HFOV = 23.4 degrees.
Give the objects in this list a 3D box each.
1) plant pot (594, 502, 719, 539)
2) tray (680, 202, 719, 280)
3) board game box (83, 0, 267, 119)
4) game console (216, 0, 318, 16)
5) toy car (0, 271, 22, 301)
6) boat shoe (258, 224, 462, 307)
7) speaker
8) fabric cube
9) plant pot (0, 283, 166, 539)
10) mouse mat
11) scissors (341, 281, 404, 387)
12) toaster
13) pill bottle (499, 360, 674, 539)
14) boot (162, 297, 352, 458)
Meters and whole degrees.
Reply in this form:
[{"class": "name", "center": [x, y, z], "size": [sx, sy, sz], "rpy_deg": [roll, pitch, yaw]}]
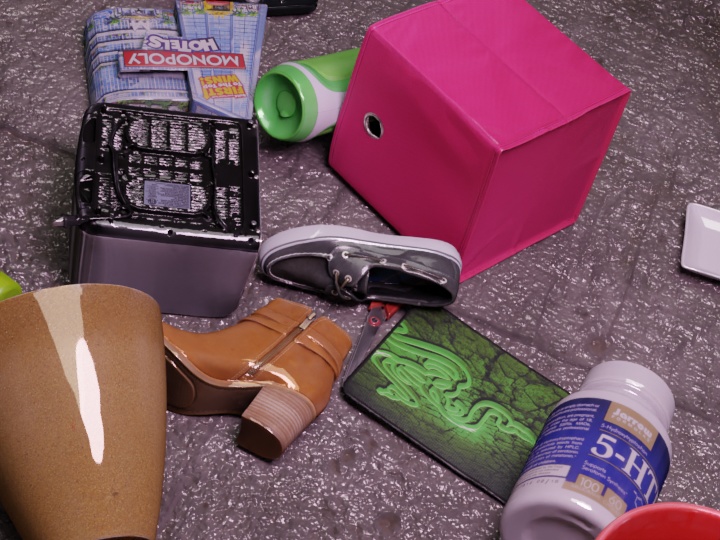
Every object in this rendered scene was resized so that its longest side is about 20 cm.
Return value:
[{"class": "plant pot", "center": [0.245, 0.315, 1.377], "size": [0.199, 0.178, 0.201], "rpy_deg": [8, 45, -8]}, {"class": "tray", "center": [0.438, -0.005, 1.854], "size": [0.199, 0.022, 0.108], "rpy_deg": [17, 45, 0]}, {"class": "board game box", "center": [-0.185, -0.201, 1.835], "size": [0.199, 0.062, 0.200], "rpy_deg": [0, 46, -16]}, {"class": "game console", "center": [-0.148, -0.395, 1.994], "size": [0.175, 0.117, 0.201], "rpy_deg": [-7, 50, -21]}, {"class": "toy car", "center": [-0.395, -0.037, 1.515], "size": [0.164, 0.201, 0.158], "rpy_deg": [34, 47, 17]}, {"class": "boat shoe", "center": [0.000, 0.000, 1.677], "size": [0.199, 0.069, 0.057], "rpy_deg": [2, 45, -2]}, {"class": "speaker", "center": [-0.019, -0.190, 1.834], "size": [0.088, 0.089, 0.200], "rpy_deg": [43, 38, 24]}, {"class": "fabric cube", "center": [0.117, -0.143, 1.772], "size": [0.199, 0.197, 0.199], "rpy_deg": [-25, 60, -35]}, {"class": "plant pot", "center": [-0.236, 0.142, 1.425], "size": [0.185, 0.187, 0.201], "rpy_deg": [-5, 64, -21]}, {"class": "mouse mat", "center": [0.100, 0.121, 1.638], "size": [0.200, 0.008, 0.161], "rpy_deg": [33, 47, 12]}, {"class": "scissors", "center": [0.011, 0.041, 1.694], "size": [0.073, 0.014, 0.200], "rpy_deg": [34, 48, 14]}, {"class": "toaster", "center": [-0.194, -0.061, 1.655], "size": [0.199, 0.119, 0.181], "rpy_deg": [5, 45, -12]}, {"class": "pill bottle", "center": [0.210, 0.177, 1.542], "size": [0.119, 0.120, 0.200], "rpy_deg": [25, 45, 8]}, {"class": "boot", "center": [-0.114, 0.069, 1.589], "size": [0.200, 0.074, 0.155], "rpy_deg": [35, 47, 1]}]
